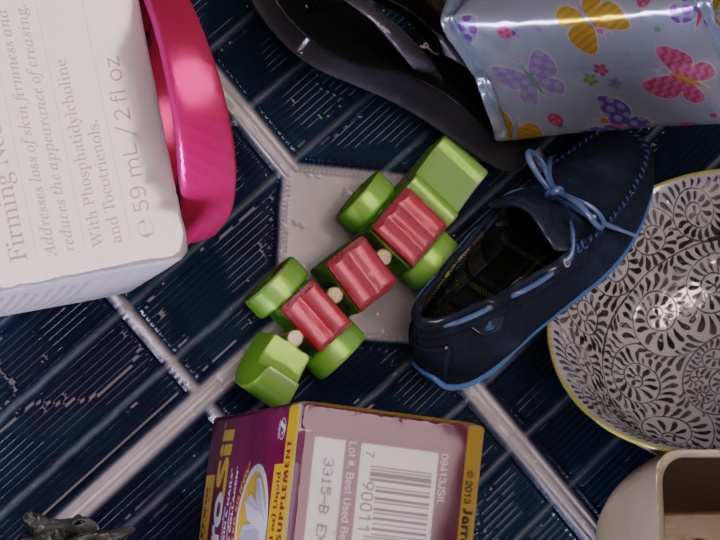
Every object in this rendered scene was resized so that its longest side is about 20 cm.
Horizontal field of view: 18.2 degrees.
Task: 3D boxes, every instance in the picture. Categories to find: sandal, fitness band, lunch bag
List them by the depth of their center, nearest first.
[{"bbox_3d":[-0.101,-0.090,1.200,0.037,0.200,0.144,-8,82,-11],"label":"fitness band"},{"bbox_3d":[0.156,-0.183,1.281,0.127,0.169,0.200,61,40,-39],"label":"lunch bag"},{"bbox_3d":[0.025,-0.130,1.309,0.200,0.043,0.076,28,33,-20],"label":"sandal"}]

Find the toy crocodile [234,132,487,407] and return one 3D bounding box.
[{"bbox_3d":[0.000,0.000,1.292,0.200,0.062,0.068,-45,97,-17],"label":"toy crocodile"}]

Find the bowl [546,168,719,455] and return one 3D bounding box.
[{"bbox_3d":[0.217,0.046,1.318,0.201,0.200,0.094,-46,141,-16],"label":"bowl"}]

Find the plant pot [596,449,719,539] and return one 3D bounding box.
[{"bbox_3d":[0.228,0.204,1.276,0.199,0.177,0.201,0,84,-16],"label":"plant pot"}]

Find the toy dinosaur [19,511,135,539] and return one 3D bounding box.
[{"bbox_3d":[-0.168,0.196,1.177,0.199,0.136,0.103,-3,102,24],"label":"toy dinosaur"}]

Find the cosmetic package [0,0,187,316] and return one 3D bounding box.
[{"bbox_3d":[-0.215,-0.059,1.180,0.199,0.166,0.168,-11,87,-16],"label":"cosmetic package"}]

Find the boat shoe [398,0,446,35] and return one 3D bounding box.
[{"bbox_3d":[0.016,-0.234,1.317,0.068,0.072,0.200,-37,94,-20],"label":"boat shoe"}]

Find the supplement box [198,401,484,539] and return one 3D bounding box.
[{"bbox_3d":[-0.017,0.141,1.198,0.103,0.200,0.132,8,81,-15],"label":"supplement box"}]

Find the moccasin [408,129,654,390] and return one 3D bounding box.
[{"bbox_3d":[0.105,-0.015,1.299,0.080,0.068,0.200,26,65,30],"label":"moccasin"}]
